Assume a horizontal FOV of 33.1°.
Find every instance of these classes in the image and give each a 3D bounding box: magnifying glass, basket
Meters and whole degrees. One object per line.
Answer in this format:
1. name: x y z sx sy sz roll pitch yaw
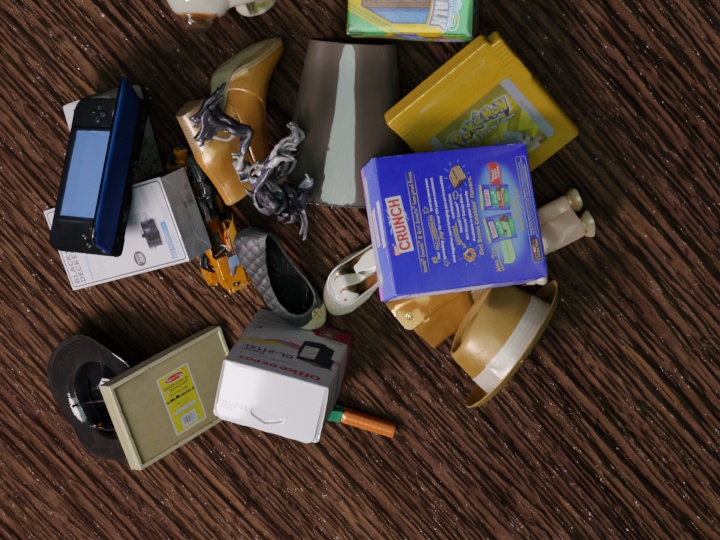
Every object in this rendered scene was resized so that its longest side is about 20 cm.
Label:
1. magnifying glass: -0.046 0.199 1.712 0.198 0.080 0.023 16 106 -7
2. basket: -0.015 -0.192 1.555 0.178 0.136 0.203 4 104 -1

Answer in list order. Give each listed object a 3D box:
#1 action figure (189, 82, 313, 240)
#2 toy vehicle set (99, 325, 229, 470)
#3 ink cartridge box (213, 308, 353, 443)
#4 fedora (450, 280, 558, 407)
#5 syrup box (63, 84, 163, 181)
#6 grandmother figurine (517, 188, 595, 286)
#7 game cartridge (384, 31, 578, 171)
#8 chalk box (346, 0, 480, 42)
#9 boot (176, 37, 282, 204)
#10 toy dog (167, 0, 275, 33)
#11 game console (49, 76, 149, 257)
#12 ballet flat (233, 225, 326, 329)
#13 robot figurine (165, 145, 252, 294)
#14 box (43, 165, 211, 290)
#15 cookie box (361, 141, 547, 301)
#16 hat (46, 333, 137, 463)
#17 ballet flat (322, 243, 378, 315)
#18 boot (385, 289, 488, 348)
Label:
1. action figure: -0.112 -0.134 1.468 0.102 0.119 0.200 -41 107 9
2. toy vehicle set: -0.255 0.173 1.677 0.026 0.199 0.126 -3 109 47
3. ink cartridge box: -0.099 0.138 1.628 0.144 0.200 0.084 15 109 4
4. fedora: 0.176 0.080 1.572 0.081 0.201 0.201 36 109 -2
5. syrup box: -0.323 -0.141 1.637 0.081 0.079 0.202 -8 106 25
6. grandmother figurine: 0.203 -0.031 1.563 0.198 0.061 0.122 -24 60 -5
7. game cartridge: 0.155 -0.185 1.529 0.176 0.033 0.200 -38 129 16
8. chalk box: 0.089 -0.344 1.484 0.197 0.124 0.126 4 97 9
9. boot: -0.142 -0.193 1.570 0.070 0.201 0.145 4 134 47
10. toy dog: -0.148 -0.368 1.495 0.198 0.194 0.141 -20 115 8
11. game console: -0.334 -0.127 1.482 0.169 0.118 0.203 6 82 31
12. ballet flat: -0.102 0.017 1.619 0.056 0.067 0.200 11 150 44
13. robot figurine: -0.206 -0.073 1.629 0.058 0.145 0.202 -22 106 -22
14. box: -0.304 -0.053 1.581 0.198 0.060 0.118 -11 103 28
15. cookie box: 0.113 -0.060 1.482 0.197 0.075 0.173 -6 82 -14
16. hat: -0.350 0.172 1.736 0.199 0.081 0.203 14 119 27
17. ballet flat: 0.000 0.000 1.614 0.200 0.062 0.068 -39 72 37
18. boot: 0.087 -0.001 1.622 0.143 0.071 0.202 -36 105 11
